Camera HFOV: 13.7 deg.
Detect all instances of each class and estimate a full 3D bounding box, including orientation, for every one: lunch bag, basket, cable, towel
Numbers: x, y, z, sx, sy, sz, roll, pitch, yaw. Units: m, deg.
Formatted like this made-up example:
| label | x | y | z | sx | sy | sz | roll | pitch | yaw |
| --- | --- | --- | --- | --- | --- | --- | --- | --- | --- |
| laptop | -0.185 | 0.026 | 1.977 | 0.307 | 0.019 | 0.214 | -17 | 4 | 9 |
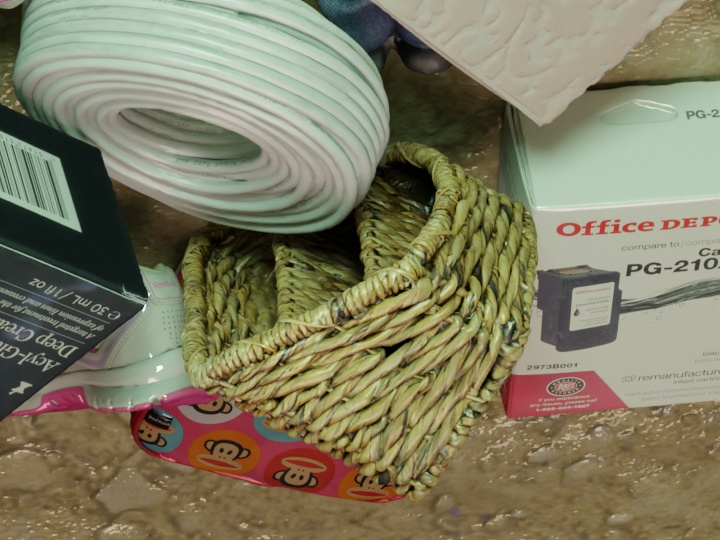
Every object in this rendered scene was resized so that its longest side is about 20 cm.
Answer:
| label | x | y | z | sx | sy | sz | roll | pitch | yaw |
| --- | --- | --- | --- | --- | --- | --- | --- | --- | --- |
| lunch bag | -0.026 | 0.049 | 1.778 | 0.199 | 0.082 | 0.176 | 13 | 133 | -22 |
| basket | 0.000 | 0.000 | 1.594 | 0.149 | 0.200 | 0.143 | 28 | 109 | -12 |
| cable | -0.083 | -0.089 | 1.544 | 0.199 | 0.069 | 0.200 | 15 | 160 | 4 |
| towel | 0.111 | -0.177 | 1.493 | 0.200 | 0.032 | 0.191 | -42 | 142 | 13 |

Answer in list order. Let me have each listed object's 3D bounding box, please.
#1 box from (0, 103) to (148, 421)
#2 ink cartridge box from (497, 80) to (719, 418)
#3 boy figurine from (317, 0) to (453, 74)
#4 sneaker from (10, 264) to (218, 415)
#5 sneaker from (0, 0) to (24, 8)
| label | x | y | z | sx | sy | sz | roll | pitch | yaw |
| --- | --- | --- | --- | --- | --- | --- | --- | --- | --- |
| box | -0.235 | 0.010 | 1.514 | 0.200 | 0.107 | 0.148 | -37 | 143 | 24 |
| ink cartridge box | 0.154 | -0.010 | 1.727 | 0.144 | 0.085 | 0.200 | -5 | 142 | -6 |
| boy figurine | 0.005 | -0.178 | 1.505 | 0.124 | 0.065 | 0.200 | -8 | 141 | 0 |
| sneaker | -0.162 | 0.036 | 1.713 | 0.199 | 0.089 | 0.081 | -4 | 179 | 39 |
| sneaker | -0.242 | -0.153 | 1.476 | 0.199 | 0.082 | 0.088 | -2 | 140 | -7 |
